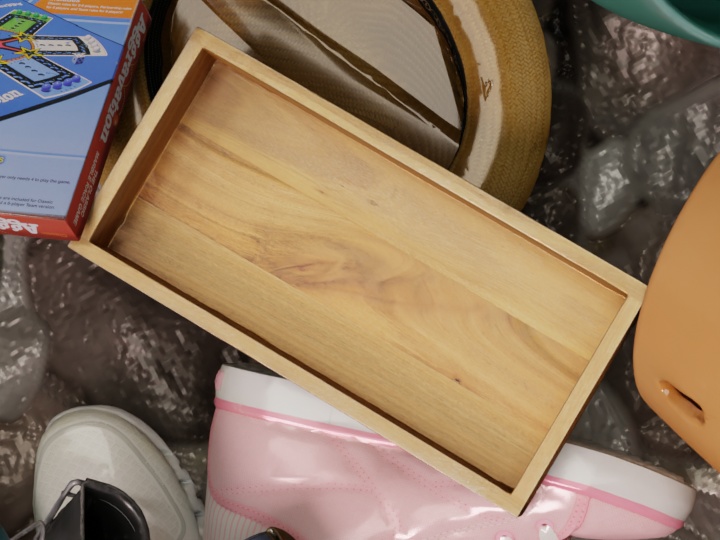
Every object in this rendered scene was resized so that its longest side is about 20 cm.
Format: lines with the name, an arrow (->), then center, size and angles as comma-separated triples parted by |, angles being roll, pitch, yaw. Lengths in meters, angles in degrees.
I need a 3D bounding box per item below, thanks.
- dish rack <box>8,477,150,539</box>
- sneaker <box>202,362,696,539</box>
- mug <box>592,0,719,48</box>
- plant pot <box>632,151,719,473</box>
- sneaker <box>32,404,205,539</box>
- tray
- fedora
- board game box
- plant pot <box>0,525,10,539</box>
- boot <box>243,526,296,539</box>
dish rack -> -0.171, 0.133, 0.847 | 0.200, 0.055, 0.154 | 18, 50, -29
sneaker -> 0.029, 0.106, 0.983 | 0.200, 0.075, 0.105 | 11, 88, 13
mug -> 0.123, -0.175, 0.951 | 0.185, 0.114, 0.152 | 30, 91, -29
plant pot -> 0.196, 0.021, 0.915 | 0.140, 0.200, 0.200 | 30, 89, 26
sneaker -> -0.094, 0.151, 0.993 | 0.075, 0.081, 0.200 | -14, 81, 9
tray -> 0.000, 0.000, 0.935 | 0.200, 0.037, 0.099 | 31, 90, 9
fedora -> -0.017, -0.074, 1.003 | 0.200, 0.082, 0.201 | -1, 85, 7
board game box -> -0.189, -0.068, 0.970 | 0.200, 0.019, 0.103 | 6, 64, 19
plant pot -> -0.251, 0.168, 0.931 | 0.200, 0.188, 0.201 | -1, 88, 27
boot -> -0.078, 0.184, 0.929 | 0.200, 0.075, 0.097 | -32, 61, 0
